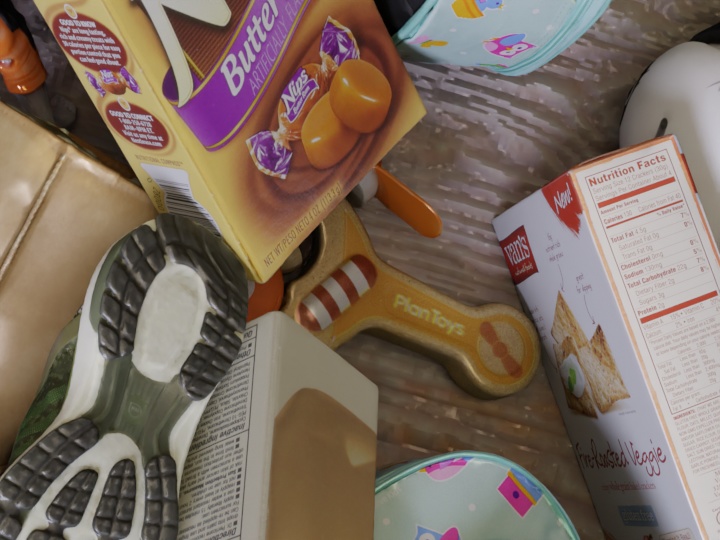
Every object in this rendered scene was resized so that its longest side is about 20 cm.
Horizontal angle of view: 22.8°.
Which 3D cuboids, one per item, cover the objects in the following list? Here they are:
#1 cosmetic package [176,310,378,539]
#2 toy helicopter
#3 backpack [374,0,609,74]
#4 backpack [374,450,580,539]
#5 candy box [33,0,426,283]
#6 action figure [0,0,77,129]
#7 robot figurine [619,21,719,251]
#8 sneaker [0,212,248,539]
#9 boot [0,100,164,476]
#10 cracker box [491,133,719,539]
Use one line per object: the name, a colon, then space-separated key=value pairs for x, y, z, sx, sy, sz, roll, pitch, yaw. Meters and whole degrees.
cosmetic package: x=-0.053 y=0.128 z=0.703 sx=0.071 sy=0.105 sz=0.201 roll=38 pitch=40 yaw=-37
toy helicopter: x=0.000 y=0.000 z=0.842 sx=0.199 sy=0.079 sz=0.133 roll=24 pitch=69 yaw=-18
backpack: x=0.063 y=-0.189 z=0.805 sx=0.152 sy=0.176 sz=0.202 roll=12 pitch=74 yaw=-20
backpack: x=0.043 y=0.180 z=0.777 sx=0.175 sy=0.153 sz=0.201 roll=-36 pitch=83 yaw=-8
candy box: x=-0.061 y=-0.109 z=0.719 sx=0.117 sy=0.056 sz=0.201 roll=-47 pitch=125 yaw=-27
action figure: x=-0.154 y=-0.117 z=0.753 sx=0.198 sy=0.194 sz=0.105 roll=5 pitch=52 yaw=-4
robot figurine: x=0.219 y=-0.075 z=0.856 sx=0.199 sy=0.125 sz=0.151 roll=-26 pitch=86 yaw=-17
sneaker: x=-0.110 y=0.077 z=0.701 sx=0.077 sy=0.088 sz=0.201 roll=34 pitch=62 yaw=-18
boot: x=-0.196 y=0.015 z=0.762 sx=0.174 sy=0.066 sz=0.201 roll=30 pitch=97 yaw=-24
cracker box: x=0.132 y=0.050 z=0.818 sx=0.057 sy=0.134 sz=0.202 roll=-18 pitch=86 yaw=-12
